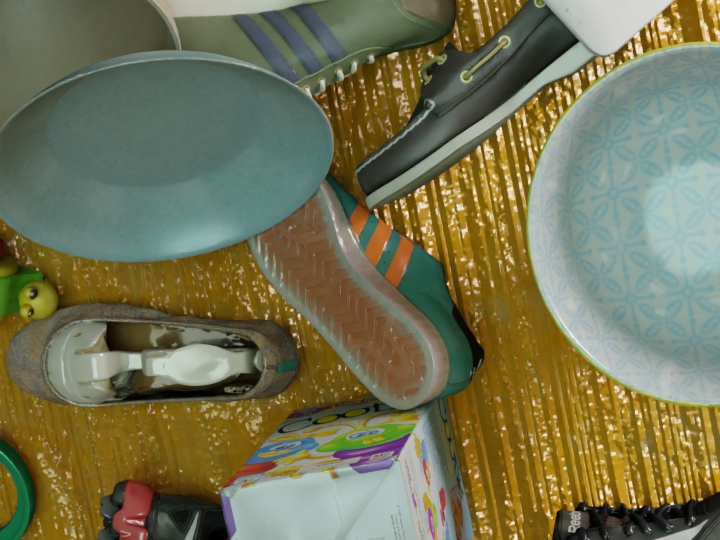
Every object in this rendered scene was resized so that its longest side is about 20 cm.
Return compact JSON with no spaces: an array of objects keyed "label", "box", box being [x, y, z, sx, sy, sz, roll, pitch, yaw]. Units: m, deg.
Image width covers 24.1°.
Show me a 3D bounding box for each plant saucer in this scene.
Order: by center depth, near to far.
[{"label":"plant saucer","box":[-0.116,-0.073,0.960,0.199,0.201,0.039,-17,61,11]}]

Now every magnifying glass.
[{"label":"magnifying glass","box":[-0.285,0.099,1.105,0.079,0.022,0.201,-30,101,15]}]

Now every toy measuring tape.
[{"label":"toy measuring tape","box":[-0.291,-0.002,1.082,0.198,0.074,0.074,15,99,7]}]

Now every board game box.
[{"label":"board game box","box":[-0.002,0.143,0.982,0.102,0.200,0.106,-11,95,11]}]

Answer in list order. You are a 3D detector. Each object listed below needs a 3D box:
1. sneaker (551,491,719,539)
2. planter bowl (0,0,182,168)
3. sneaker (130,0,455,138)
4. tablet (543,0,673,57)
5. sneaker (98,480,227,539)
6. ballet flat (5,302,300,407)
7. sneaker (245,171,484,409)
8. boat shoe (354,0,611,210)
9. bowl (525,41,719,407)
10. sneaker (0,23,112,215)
[{"label":"sneaker","box":[0.170,0.174,1.023,0.200,0.071,0.098,-34,92,13]},{"label":"planter bowl","box":[-0.207,-0.163,0.946,0.199,0.200,0.136,-18,61,11]},{"label":"sneaker","box":[-0.041,-0.123,1.015,0.198,0.067,0.091,-1,87,1]},{"label":"tablet","box":[0.119,-0.234,0.983,0.130,0.014,0.200,-40,85,-14]},{"label":"sneaker","box":[-0.116,0.231,1.046,0.097,0.071,0.202,2,68,-5]},{"label":"ballet flat","box":[-0.139,0.055,1.064,0.198,0.067,0.069,-4,95,10]},{"label":"sneaker","box":[0.000,0.000,1.040,0.071,0.080,0.201,-47,68,28]},{"label":"boat shoe","box":[0.073,-0.114,1.009,0.201,0.072,0.061,-37,89,4]},{"label":"bowl","box":[0.197,-0.030,0.976,0.198,0.108,0.202,1,96,9]},{"label":"sneaker","box":[-0.203,-0.061,1.056,0.199,0.077,0.112,-32,81,5]}]
